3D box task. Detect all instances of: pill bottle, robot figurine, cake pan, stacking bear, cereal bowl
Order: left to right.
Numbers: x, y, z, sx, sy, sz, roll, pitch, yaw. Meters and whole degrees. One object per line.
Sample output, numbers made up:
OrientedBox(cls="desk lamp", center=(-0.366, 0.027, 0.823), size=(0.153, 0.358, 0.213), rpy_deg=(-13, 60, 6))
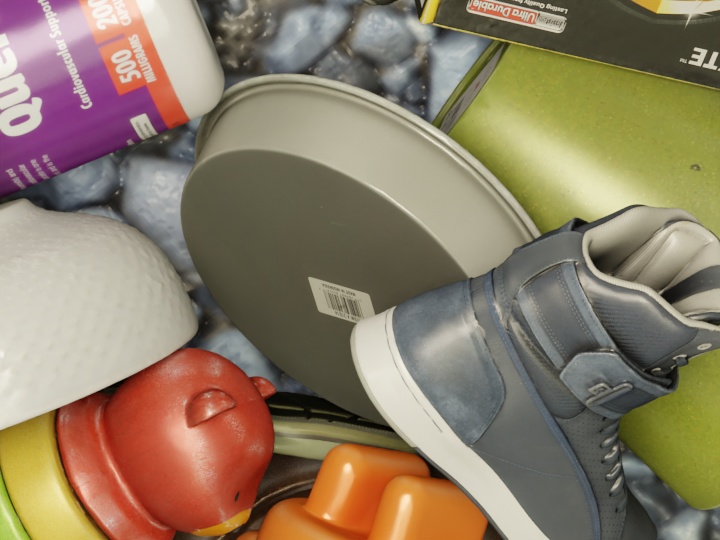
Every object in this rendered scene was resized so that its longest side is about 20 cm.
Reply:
OrientedBox(cls="cereal bowl", center=(-0.178, 0.022, 1.118), size=(0.200, 0.200, 0.083), rpy_deg=(-19, 96, -1))
OrientedBox(cls="pill bottle", center=(-0.168, -0.088, 1.111), size=(0.200, 0.112, 0.113), rpy_deg=(-23, 113, 0))
OrientedBox(cls="stacking bear", center=(-0.127, 0.104, 1.123), size=(0.200, 0.121, 0.114), rpy_deg=(-28, 79, 16))
OrientedBox(cls="robot figurine", center=(-0.008, 0.182, 1.155), size=(0.144, 0.117, 0.200), rpy_deg=(20, 96, 1))
OrientedBox(cls="cake pan", center=(0.000, 0.000, 1.141), size=(0.200, 0.200, 0.037), rpy_deg=(53, 55, -23))

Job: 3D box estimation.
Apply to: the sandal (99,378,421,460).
OrientedBox(cls="sandal", center=(-0.071, 0.082, 1.201), size=(0.201, 0.080, 0.057), rpy_deg=(13, 99, -5))

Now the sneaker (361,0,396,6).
OrientedBox(cls="sneaker", center=(0.063, -0.196, 1.117), size=(0.079, 0.075, 0.200), rpy_deg=(33, 104, 0))

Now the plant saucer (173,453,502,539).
OrientedBox(cls="plant saucer", center=(-0.011, 0.176, 1.239), size=(0.200, 0.032, 0.201), rpy_deg=(1, 83, -6))

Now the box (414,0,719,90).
OrientedBox(cls="box", center=(0.140, -0.162, 1.087), size=(0.200, 0.049, 0.160), rpy_deg=(12, 119, -15))

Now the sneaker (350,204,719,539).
OrientedBox(cls="sneaker", center=(0.111, 0.056, 1.068), size=(0.146, 0.077, 0.202), rpy_deg=(-30, 133, 19))

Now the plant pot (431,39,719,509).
OrientedBox(cls="plant pot", center=(0.127, -0.023, 1.163), size=(0.200, 0.187, 0.187), rpy_deg=(35, 103, -7))
